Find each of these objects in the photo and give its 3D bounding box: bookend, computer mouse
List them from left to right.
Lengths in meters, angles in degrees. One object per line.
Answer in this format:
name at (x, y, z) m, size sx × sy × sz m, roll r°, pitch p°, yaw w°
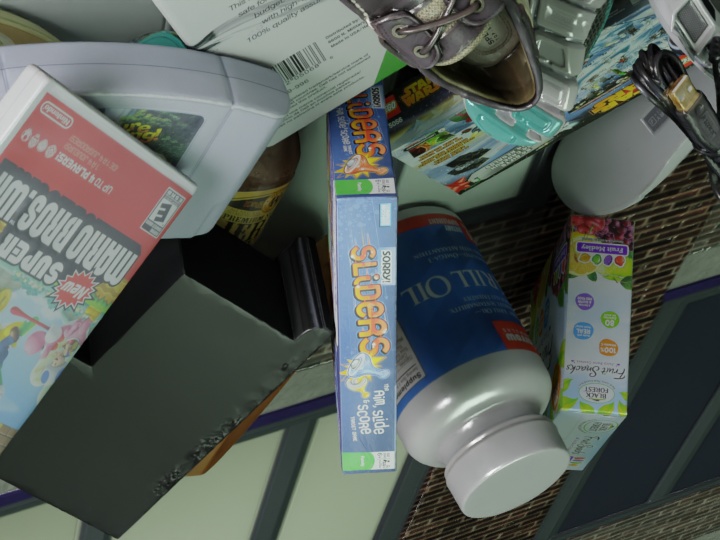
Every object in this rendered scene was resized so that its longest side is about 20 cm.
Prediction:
bookend at (-0.158, 0.027, 1.168) m, size 0.200 × 0.092 × 0.199 m, roll 32°, pitch 116°, yaw -30°
computer mouse at (0.181, -0.136, 1.119) m, size 0.044 × 0.200 × 0.110 m, roll -24°, pitch 133°, yaw 32°

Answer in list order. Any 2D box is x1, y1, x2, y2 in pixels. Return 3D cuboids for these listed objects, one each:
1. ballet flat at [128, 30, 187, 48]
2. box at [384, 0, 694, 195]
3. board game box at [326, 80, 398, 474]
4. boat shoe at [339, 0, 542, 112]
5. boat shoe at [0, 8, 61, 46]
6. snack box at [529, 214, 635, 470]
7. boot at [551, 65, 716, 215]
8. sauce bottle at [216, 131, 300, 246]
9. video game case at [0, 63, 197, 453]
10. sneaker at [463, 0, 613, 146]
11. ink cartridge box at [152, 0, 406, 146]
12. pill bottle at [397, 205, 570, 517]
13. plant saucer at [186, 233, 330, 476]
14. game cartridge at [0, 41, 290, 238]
ballet flat at (-0.165, -0.058, 1.123) m, size 0.200 × 0.074 × 0.074 m, roll -28°, pitch 153°, yaw 3°
box at (0.117, -0.121, 1.262) m, size 0.200 × 0.040 × 0.137 m, roll -29°, pitch 161°, yaw 15°
board game box at (0.000, 0.000, 1.186) m, size 0.034 × 0.136 × 0.200 m, roll -2°, pitch 128°, yaw -2°
boat shoe at (0.040, -0.132, 1.005) m, size 0.072 × 0.065 × 0.200 m, roll -36°, pitch 152°, yaw 14°
boat shoe at (-0.221, -0.094, 1.011) m, size 0.073 × 0.063 × 0.200 m, roll -43°, pitch 149°, yaw 26°
snack box at (0.157, 0.058, 1.483) m, size 0.053 × 0.143 × 0.200 m, roll 4°, pitch 163°, yaw -2°
boot at (0.221, -0.109, 1.389) m, size 0.095 × 0.074 × 0.200 m, roll -23°, pitch 168°, yaw -44°
sauce bottle at (-0.076, -0.056, 1.209) m, size 0.065 × 0.065 × 0.200 m, roll -8°, pitch 146°, yaw -35°
video game case at (-0.175, 0.011, 0.973) m, size 0.200 × 0.017 × 0.143 m, roll -53°, pitch 149°, yaw 0°
sneaker at (0.116, -0.171, 1.127) m, size 0.200 × 0.077 × 0.091 m, roll -62°, pitch -178°, yaw 25°
ink cartridge box at (-0.035, -0.168, 1.037) m, size 0.146 × 0.083 × 0.200 m, roll -30°, pitch 153°, yaw 3°
pill bottle at (0.063, 0.064, 1.392) m, size 0.112 × 0.200 × 0.112 m, roll -22°, pitch 152°, yaw -13°
plant saucer at (-0.068, 0.063, 1.340) m, size 0.200 × 0.037 × 0.200 m, roll -52°, pitch 177°, yaw -4°
game cartridge at (-0.141, -0.063, 1.022) m, size 0.199 × 0.041 × 0.133 m, roll -2°, pitch 145°, yaw -29°
